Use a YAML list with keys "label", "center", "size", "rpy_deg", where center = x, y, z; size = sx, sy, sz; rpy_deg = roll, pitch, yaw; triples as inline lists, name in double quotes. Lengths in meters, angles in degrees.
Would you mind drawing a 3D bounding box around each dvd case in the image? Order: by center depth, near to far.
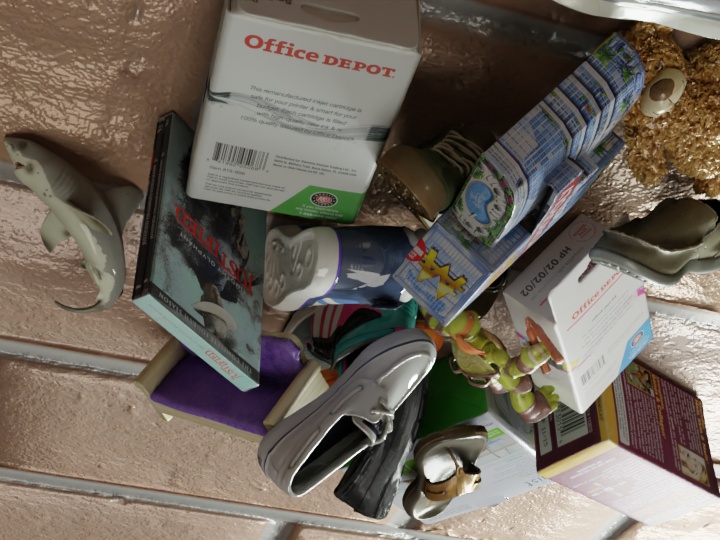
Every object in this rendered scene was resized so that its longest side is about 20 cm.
- label: "dvd case"
  center: [-0.128, -0.017, 0.934]
  size: [0.022, 0.200, 0.146]
  rpy_deg: [-21, 136, 23]

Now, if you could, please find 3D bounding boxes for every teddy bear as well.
- label: "teddy bear"
  center: [0.272, -0.124, 0.911]
  size: [0.145, 0.067, 0.200]
  rpy_deg: [-23, 136, 22]

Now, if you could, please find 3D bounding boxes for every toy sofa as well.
- label: "toy sofa"
  center: [-0.132, 0.110, 1.112]
  size: [0.200, 0.083, 0.098]
  rpy_deg: [10, 141, 38]

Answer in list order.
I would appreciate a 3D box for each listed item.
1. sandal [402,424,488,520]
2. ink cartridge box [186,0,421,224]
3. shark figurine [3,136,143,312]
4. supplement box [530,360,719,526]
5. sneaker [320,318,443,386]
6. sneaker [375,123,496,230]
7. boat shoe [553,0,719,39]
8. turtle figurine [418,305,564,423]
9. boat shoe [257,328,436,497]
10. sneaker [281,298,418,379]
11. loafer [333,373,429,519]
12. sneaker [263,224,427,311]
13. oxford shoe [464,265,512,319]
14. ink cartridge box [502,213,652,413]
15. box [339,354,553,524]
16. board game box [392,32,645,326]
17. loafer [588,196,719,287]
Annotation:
- label: "sandal"
  center: [0.090, 0.222, 1.177]
  size: [0.082, 0.055, 0.200]
  rpy_deg: [-9, 144, -21]
- label: "ink cartridge box"
  center: [-0.048, -0.138, 0.878]
  size: [0.146, 0.083, 0.200]
  rpy_deg: [10, 141, -12]
- label: "shark figurine"
  center: [-0.230, -0.032, 1.018]
  size: [0.128, 0.090, 0.215]
  rpy_deg: [20, 141, 30]
- label: "supplement box"
  center: [0.290, 0.182, 1.236]
  size: [0.200, 0.131, 0.103]
  rpy_deg: [29, 134, -30]
- label: "sneaker"
  center: [0.015, 0.116, 1.195]
  size: [0.073, 0.077, 0.200]
  rpy_deg: [30, 130, -30]
- label: "sneaker"
  center: [0.068, -0.087, 0.896]
  size: [0.090, 0.067, 0.200]
  rpy_deg: [-43, 174, 1]
- label: "boat shoe"
  center: [0.204, -0.221, 0.801]
  size: [0.201, 0.070, 0.072]
  rpy_deg: [8, 129, -15]
- label: "turtle figurine"
  center: [0.124, 0.083, 1.031]
  size: [0.200, 0.064, 0.161]
  rpy_deg: [22, 162, 44]
- label: "boat shoe"
  center: [0.000, 0.135, 1.030]
  size: [0.200, 0.065, 0.074]
  rpy_deg: [-41, 131, -8]
- label: "sneaker"
  center: [-0.014, 0.086, 1.121]
  size: [0.084, 0.121, 0.200]
  rpy_deg: [26, 134, -28]
- label: "loafer"
  center: [0.021, 0.173, 1.164]
  size: [0.070, 0.068, 0.201]
  rpy_deg: [18, 118, 2]
- label: "sneaker"
  center: [0.000, 0.000, 1.014]
  size: [0.146, 0.081, 0.200]
  rpy_deg: [4, 175, -20]
- label: "oxford shoe"
  center: [0.106, -0.005, 1.044]
  size: [0.073, 0.085, 0.200]
  rpy_deg: [-2, 142, 0]
- label: "ink cartridge box"
  center: [0.206, 0.031, 1.057]
  size: [0.115, 0.068, 0.200]
  rpy_deg: [-43, 140, -16]
- label: "box"
  center: [0.105, 0.194, 1.275]
  size: [0.200, 0.097, 0.176]
  rpy_deg: [-27, 134, 28]
- label: "board game box"
  center: [0.120, -0.056, 0.854]
  size: [0.062, 0.200, 0.200]
  rpy_deg: [44, 160, 8]
- label: "loafer"
  center: [0.263, -0.033, 0.969]
  size: [0.200, 0.075, 0.070]
  rpy_deg: [-10, 118, -53]
